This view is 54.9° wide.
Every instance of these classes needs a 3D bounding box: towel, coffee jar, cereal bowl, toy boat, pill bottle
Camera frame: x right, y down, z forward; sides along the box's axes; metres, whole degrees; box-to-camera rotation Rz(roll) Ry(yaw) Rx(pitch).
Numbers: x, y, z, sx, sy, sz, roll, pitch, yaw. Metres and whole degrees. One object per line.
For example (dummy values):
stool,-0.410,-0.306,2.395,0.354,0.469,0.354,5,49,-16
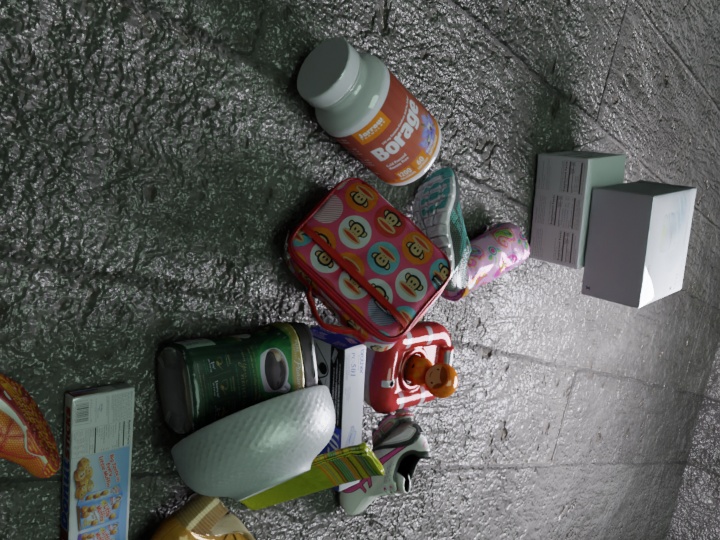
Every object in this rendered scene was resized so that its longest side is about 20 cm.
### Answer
towel,-0.070,0.275,0.906,0.087,0.196,0.018,60,14,-47
coffee jar,-0.142,0.124,0.843,0.197,0.084,0.107,-8,91,-44
cereal bowl,-0.115,0.212,0.813,0.198,0.199,0.085,-10,71,-44
toy boat,0.093,0.157,1.066,0.198,0.129,0.134,-4,104,-45
pill bottle,0.012,-0.204,0.897,0.199,0.111,0.114,33,78,-45

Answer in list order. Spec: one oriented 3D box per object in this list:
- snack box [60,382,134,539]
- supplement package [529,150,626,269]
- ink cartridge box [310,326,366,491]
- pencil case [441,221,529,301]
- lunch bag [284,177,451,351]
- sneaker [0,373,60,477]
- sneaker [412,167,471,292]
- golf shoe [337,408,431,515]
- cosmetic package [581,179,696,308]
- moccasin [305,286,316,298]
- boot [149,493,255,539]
snack box,-0.290,0.229,0.765,0.071,0.024,0.205,-4,104,-46
supplement package,0.419,-0.123,1.342,0.154,0.110,0.205,-13,111,-43
ink cartridge box,-0.042,0.189,0.962,0.044,0.093,0.205,-10,108,-43
pencil case,0.202,-0.019,1.170,0.198,0.086,0.089,-26,119,-40
lunch bag,0.000,0.000,0.896,0.199,0.082,0.176,42,69,4
sneaker,-0.361,0.134,0.649,0.077,0.073,0.201,-36,124,-6
sneaker,0.130,-0.058,1.060,0.091,0.076,0.204,29,58,-45
golf shoe,0.031,0.306,1.036,0.072,0.093,0.202,9,122,-40
cosmetic package,0.523,-0.056,1.302,0.197,0.122,0.204,-12,110,-42
moccasin,0.011,0.002,0.984,0.198,0.067,0.082,-14,111,-43
boot,-0.203,0.375,0.877,0.144,0.070,0.203,-42,130,-19
